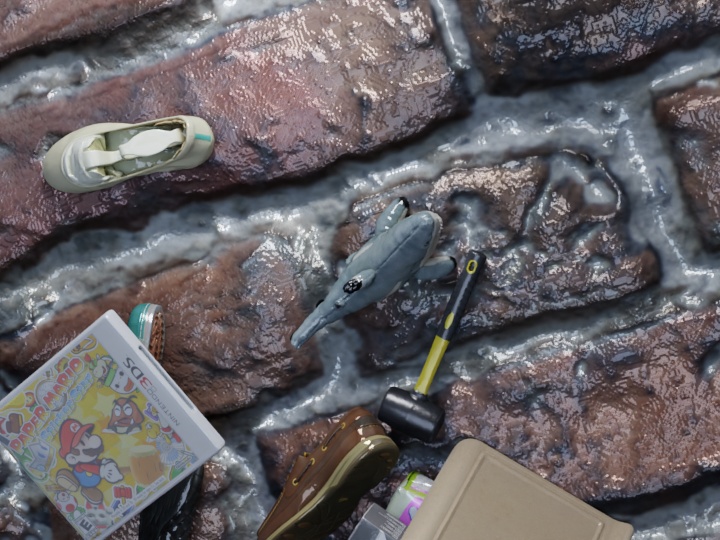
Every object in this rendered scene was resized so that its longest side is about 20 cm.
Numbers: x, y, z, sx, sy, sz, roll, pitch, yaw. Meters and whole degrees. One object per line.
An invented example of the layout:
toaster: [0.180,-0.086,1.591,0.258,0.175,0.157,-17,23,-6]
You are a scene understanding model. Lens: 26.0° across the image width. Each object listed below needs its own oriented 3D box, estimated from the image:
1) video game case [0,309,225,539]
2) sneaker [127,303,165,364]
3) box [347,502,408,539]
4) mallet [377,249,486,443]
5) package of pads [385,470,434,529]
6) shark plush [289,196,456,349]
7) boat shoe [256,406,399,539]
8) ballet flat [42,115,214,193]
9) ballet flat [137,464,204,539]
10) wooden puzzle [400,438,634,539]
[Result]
video game case: [-0.268,0.166,1.613,0.200,0.023,0.182,-37,97,22]
sneaker: [-0.262,0.124,1.643,0.079,0.071,0.202,17,104,6]
box: [0.050,0.353,1.544,0.199,0.050,0.158,34,108,7]
mallet: [0.089,0.079,1.568,0.066,0.041,0.201,31,101,11]
package of pads: [0.100,0.314,1.586,0.199,0.068,0.155,30,106,7]
shark plush: [0.000,0.000,1.551,0.199,0.083,0.091,-28,92,16]
boat shoe: [-0.041,0.221,1.613,0.200,0.072,0.068,-48,53,24]
ballet flat: [-0.249,-0.122,1.604,0.198,0.069,0.070,-12,96,16]
ballet flat: [-0.202,0.271,1.672,0.066,0.057,0.202,20,100,39]
wooden puzzle: [0.149,0.270,1.517,0.199,0.185,0.037,26,132,10]
